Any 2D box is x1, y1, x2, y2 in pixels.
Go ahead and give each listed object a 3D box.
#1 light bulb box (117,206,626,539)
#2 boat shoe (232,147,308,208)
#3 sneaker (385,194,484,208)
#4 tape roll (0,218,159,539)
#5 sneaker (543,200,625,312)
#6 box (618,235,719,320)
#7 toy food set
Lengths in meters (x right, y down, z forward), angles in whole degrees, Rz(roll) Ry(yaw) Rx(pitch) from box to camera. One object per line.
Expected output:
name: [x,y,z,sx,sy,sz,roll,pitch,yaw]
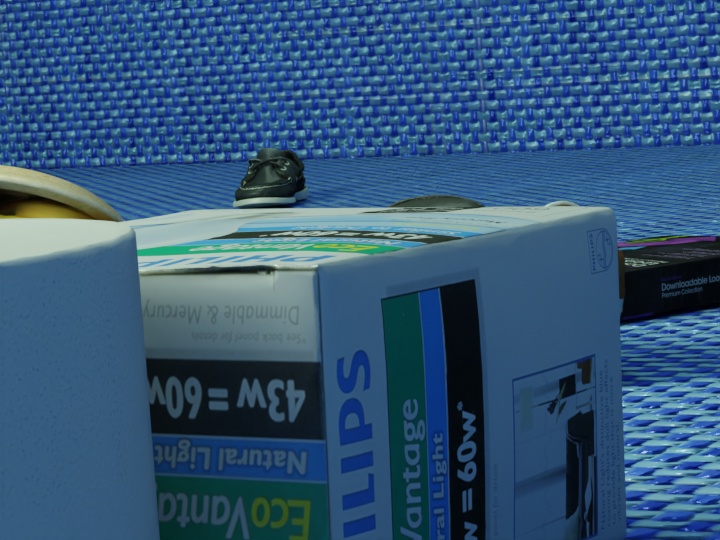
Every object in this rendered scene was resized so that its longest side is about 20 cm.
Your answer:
light bulb box: [-0.039,0.047,0.796,0.198,0.125,0.200,0,6,31]
boat shoe: [-0.102,-0.110,2.711,0.074,0.066,0.199,-2,6,16]
sneaker: [0.000,0.000,1.544,0.200,0.074,0.089,-14,7,-8]
tape roll: [-0.155,0.064,0.632,0.202,0.139,0.203,-4,5,0]
sneaker: [0.102,0.003,1.287,0.073,0.085,0.200,16,3,-17]
box: [0.182,0.003,1.548,0.200,0.036,0.143,-10,8,-39]
toy food set: [-0.242,-0.009,1.552,0.200,0.049,0.198,8,-29,-6]
